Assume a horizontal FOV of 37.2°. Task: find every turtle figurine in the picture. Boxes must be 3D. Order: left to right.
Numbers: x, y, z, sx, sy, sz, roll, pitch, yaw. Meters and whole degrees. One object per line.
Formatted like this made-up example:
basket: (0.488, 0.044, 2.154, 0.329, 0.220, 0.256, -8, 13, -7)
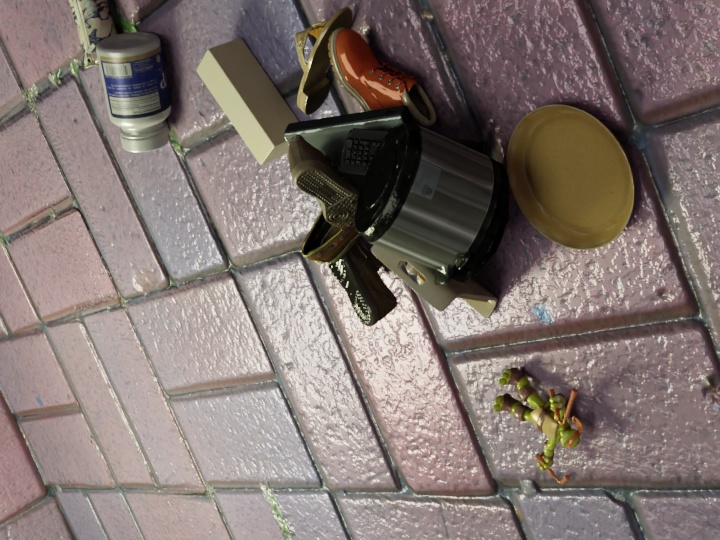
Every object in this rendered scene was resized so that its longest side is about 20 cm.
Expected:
turtle figurine: (0.276, 0.212, 1.598, 0.161, 0.064, 0.201, 39, 146, 37)

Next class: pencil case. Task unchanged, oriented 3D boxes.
pencil case: (-0.515, -0.489, 2.031, 0.077, 0.090, 0.202, -9, 108, 15)

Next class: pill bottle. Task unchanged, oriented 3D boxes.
pill bottle: (-0.418, -0.331, 1.995, 0.119, 0.119, 0.202, 21, 128, 39)

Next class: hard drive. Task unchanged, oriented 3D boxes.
hard drive: (0.001, -0.172, 1.587, 0.198, 0.033, 0.140, -4, 136, 30)

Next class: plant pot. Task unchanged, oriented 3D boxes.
plant pot: (0.281, -0.125, 1.413, 0.199, 0.027, 0.202, 27, 130, 37)

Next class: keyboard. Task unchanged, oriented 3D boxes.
keyboard: (0.069, -0.141, 1.538, 0.021, 0.198, 0.128, -92, 9, -48)

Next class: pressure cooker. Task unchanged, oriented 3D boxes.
pressure cooker: (0.110, -0.088, 1.458, 0.198, 0.179, 0.177, 20, 120, -17)

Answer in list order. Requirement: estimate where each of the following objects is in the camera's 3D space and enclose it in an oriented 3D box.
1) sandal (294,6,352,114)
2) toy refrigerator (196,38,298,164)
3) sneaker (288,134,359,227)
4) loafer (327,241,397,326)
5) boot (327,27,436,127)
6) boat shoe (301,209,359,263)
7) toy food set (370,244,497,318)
sandal: (-0.077, -0.335, 1.644, 0.070, 0.077, 0.212, 42, 144, 16)
toy refrigerator: (-0.186, -0.283, 1.800, 0.201, 0.076, 0.070, 55, 142, 7)
sneaker: (-0.045, -0.134, 1.583, 0.070, 0.200, 0.076, -23, 61, 13)
loafer: (0.000, 0.000, 1.778, 0.201, 0.070, 0.073, 64, 154, 22)
boot: (0.035, -0.279, 1.564, 0.107, 0.075, 0.201, -24, 103, 49)
boat shoe: (-0.022, -0.089, 1.693, 0.072, 0.068, 0.201, 47, 117, 31)
toy food set: (0.109, 0.017, 1.579, 0.143, 0.200, 0.061, 42, 104, 23)
